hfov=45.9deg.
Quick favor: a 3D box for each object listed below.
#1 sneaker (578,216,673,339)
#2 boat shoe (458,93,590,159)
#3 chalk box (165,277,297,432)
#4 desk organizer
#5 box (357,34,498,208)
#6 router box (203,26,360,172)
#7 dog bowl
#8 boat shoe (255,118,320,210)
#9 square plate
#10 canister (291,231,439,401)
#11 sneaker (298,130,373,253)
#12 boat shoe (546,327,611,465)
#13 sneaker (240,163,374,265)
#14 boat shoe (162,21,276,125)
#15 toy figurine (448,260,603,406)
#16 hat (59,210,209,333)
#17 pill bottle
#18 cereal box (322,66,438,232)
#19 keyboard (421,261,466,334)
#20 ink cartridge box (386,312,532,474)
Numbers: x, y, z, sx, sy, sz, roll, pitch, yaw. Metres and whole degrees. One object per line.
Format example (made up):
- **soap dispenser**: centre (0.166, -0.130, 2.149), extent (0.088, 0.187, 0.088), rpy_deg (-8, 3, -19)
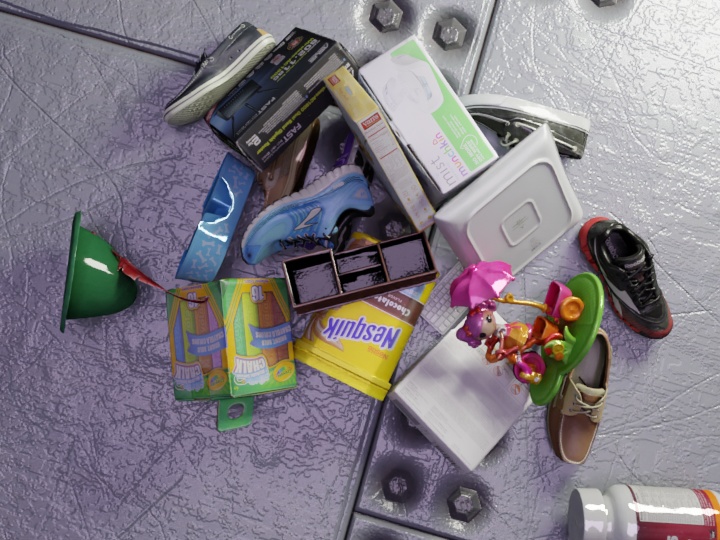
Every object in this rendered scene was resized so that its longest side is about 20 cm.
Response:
- **sneaker**: centre (0.386, 0.011, 1.208), extent (0.071, 0.098, 0.201), rpy_deg (-30, 88, -4)
- **boat shoe**: centre (0.234, -0.208, 1.233), extent (0.200, 0.071, 0.064), rpy_deg (13, 85, -1)
- **chalk box**: centre (-0.174, 0.116, 1.161), extent (0.124, 0.124, 0.200), rpy_deg (-10, 85, 39)
- **desk organizer**: centre (0.000, 0.000, 1.135), extent (0.200, 0.077, 0.072), rpy_deg (-14, 81, 0)
- **box**: centre (0.083, -0.195, 1.178), extent (0.097, 0.176, 0.200), rpy_deg (-33, 86, -4)
- **router box**: centre (-0.113, -0.244, 1.190), extent (0.200, 0.150, 0.062), rpy_deg (-46, 126, -4)
- **dog bowl**: centre (-0.200, -0.070, 1.189), extent (0.050, 0.111, 0.200), rpy_deg (23, 63, -14)
- **boat shoe**: centre (-0.117, -0.135, 1.231), extent (0.064, 0.071, 0.200), rpy_deg (17, 78, 7)
- **square plate**: centre (0.217, -0.072, 1.181), extent (0.200, 0.198, 0.028), rpy_deg (-39, 43, -2)
- **canister**: centre (0.009, 0.062, 1.207), extent (0.148, 0.087, 0.200), rpy_deg (26, 85, 3)
- **sneaker**: centre (-0.042, -0.119, 1.226), extent (0.083, 0.081, 0.200), rpy_deg (18, 78, 23)
- **boat shoe**: centre (0.313, 0.175, 1.208), extent (0.076, 0.074, 0.200), rpy_deg (8, 86, 0)
- **sneaker**: centre (-0.070, -0.060, 1.138), extent (0.200, 0.078, 0.090), rpy_deg (-31, 80, 1)
- **boat shoe**: centre (-0.213, -0.286, 1.236), extent (0.200, 0.075, 0.062), rpy_deg (-44, 83, -8)
- **toy figurine**: centre (0.202, 0.068, 1.164), extent (0.184, 0.150, 0.200), rpy_deg (20, 101, -12)
- **hat**: centre (-0.319, 0.019, 1.187), extent (0.176, 0.200, 0.166), rpy_deg (7, 130, -19)
- **pill bottle**: centre (0.398, 0.355, 1.180), extent (0.200, 0.110, 0.110), rpy_deg (3, 86, 0)
- **cereal box**: centre (0.027, -0.160, 1.127), extent (0.040, 0.144, 0.200), rpy_deg (-33, 128, 2)
- **keyboard**: centre (0.167, 0.003, 1.249), extent (0.056, 0.011, 0.200), rpy_deg (42, 87, 2)
- **ink cartridge box**: centre (0.161, 0.166, 1.229), extent (0.161, 0.050, 0.200), rpy_deg (46, 68, 0)
